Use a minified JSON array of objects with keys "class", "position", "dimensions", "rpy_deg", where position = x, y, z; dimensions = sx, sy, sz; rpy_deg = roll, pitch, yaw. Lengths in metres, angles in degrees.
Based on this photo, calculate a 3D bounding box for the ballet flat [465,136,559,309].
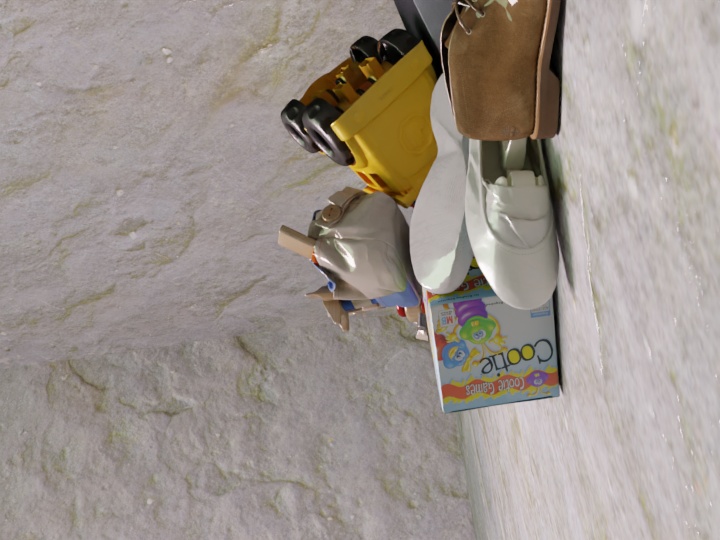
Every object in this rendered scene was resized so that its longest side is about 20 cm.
[{"class":"ballet flat","position":[0.111,-0.074,0.693],"dimensions":[0.070,0.068,0.204],"rpy_deg":[76,-170,-67]}]

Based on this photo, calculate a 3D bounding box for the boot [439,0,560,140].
[{"class":"boot","position":[0.087,-0.171,0.598],"dimensions":[0.074,0.074,0.203],"rpy_deg":[-91,-5,-53]}]

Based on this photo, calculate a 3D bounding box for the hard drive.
[{"class":"hard drive","position":[0.084,-0.231,0.940],"dimensions":[0.135,0.042,0.203],"rpy_deg":[73,172,-80]}]

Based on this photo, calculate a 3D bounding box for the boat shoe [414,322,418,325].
[{"class":"boat shoe","position":[0.116,0.062,1.133],"dimensions":[0.201,0.071,0.068],"rpy_deg":[54,163,17]}]

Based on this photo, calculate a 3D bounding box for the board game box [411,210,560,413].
[{"class":"board game box","position":[0.108,0.023,0.845],"dimensions":[0.201,0.102,0.105],"rpy_deg":[-93,-6,-64]}]

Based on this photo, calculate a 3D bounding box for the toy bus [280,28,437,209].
[{"class":"toy bus","position":[0.031,-0.135,0.978],"dimensions":[0.193,0.136,0.199],"rpy_deg":[50,170,-22]}]

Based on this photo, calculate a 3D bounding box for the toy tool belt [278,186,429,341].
[{"class":"toy tool belt","position":[0.000,0.000,0.967],"dimensions":[0.201,0.120,0.127],"rpy_deg":[56,-147,-56]}]

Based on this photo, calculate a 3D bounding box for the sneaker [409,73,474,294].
[{"class":"sneaker","position":[0.099,-0.071,0.777],"dimensions":[0.075,0.087,0.204],"rpy_deg":[-13,60,52]}]
